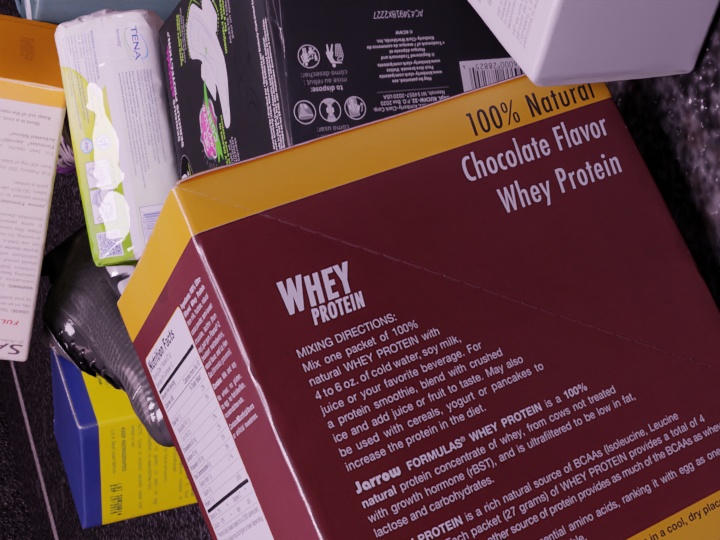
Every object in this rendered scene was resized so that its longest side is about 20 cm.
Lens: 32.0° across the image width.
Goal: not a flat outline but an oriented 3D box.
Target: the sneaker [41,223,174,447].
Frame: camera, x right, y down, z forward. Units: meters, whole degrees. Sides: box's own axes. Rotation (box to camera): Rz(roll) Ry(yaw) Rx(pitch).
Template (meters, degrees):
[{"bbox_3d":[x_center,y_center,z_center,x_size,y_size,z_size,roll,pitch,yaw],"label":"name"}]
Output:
[{"bbox_3d":[-0.176,0.049,0.883,0.201,0.090,0.067,63,-176,31],"label":"sneaker"}]

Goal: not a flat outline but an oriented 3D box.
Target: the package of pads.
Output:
[{"bbox_3d":[-0.139,-0.083,0.835,0.200,0.067,0.156,-39,-61,-89],"label":"package of pads"}]

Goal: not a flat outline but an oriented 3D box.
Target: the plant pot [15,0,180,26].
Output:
[{"bbox_3d":[-0.152,-0.256,0.910,0.200,0.194,0.202,173,90,-67],"label":"plant pot"}]

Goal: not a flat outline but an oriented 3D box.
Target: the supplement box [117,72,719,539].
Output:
[{"bbox_3d":[0.034,0.050,0.517,0.201,0.196,0.133,65,154,10],"label":"supplement box"}]

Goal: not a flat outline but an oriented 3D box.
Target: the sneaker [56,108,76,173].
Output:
[{"bbox_3d":[-0.220,-0.101,0.979,0.200,0.113,0.073,-13,-85,-83],"label":"sneaker"}]

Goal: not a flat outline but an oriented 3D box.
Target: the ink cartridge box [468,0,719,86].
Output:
[{"bbox_3d":[0.077,-0.194,0.519,0.145,0.084,0.201,103,148,-41],"label":"ink cartridge box"}]

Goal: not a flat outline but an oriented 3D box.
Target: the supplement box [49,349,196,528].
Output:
[{"bbox_3d":[-0.129,0.102,0.962,0.110,0.198,0.110,-122,31,-45],"label":"supplement box"}]

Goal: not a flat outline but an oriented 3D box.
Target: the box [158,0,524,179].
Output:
[{"bbox_3d":[-0.012,-0.103,0.680,0.200,0.147,0.126,164,99,-67],"label":"box"}]

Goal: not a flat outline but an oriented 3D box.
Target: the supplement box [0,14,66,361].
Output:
[{"bbox_3d":[-0.248,-0.058,0.850,0.126,0.073,0.202,-114,35,-59],"label":"supplement box"}]
